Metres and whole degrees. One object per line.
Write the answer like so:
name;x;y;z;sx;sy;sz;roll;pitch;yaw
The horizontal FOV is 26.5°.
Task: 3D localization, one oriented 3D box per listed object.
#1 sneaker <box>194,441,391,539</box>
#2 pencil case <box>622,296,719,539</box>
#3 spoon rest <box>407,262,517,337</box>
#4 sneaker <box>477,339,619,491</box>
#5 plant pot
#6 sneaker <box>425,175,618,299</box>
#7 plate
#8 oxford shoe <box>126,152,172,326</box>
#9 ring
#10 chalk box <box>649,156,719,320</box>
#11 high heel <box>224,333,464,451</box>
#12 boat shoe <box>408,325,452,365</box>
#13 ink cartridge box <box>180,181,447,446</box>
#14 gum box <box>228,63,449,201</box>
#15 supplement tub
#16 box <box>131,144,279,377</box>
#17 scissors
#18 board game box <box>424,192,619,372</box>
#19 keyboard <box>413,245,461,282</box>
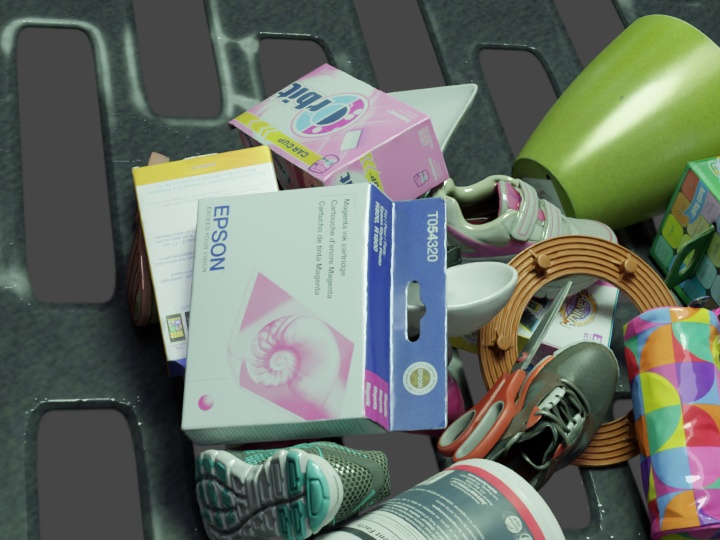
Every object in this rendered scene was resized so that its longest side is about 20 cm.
sneaker;-0.051;0.161;1.117;0.091;0.199;0.078;-8;90;-35
pencil case;0.268;0.124;1.250;0.088;0.088;0.202;3;69;-13
spoon rest;0.036;0.036;1.219;0.199;0.061;0.099;-27;21;-18
sneaker;0.152;0.130;1.222;0.077;0.082;0.200;44;66;-2
plant pot;0.250;-0.118;1.485;0.199;0.188;0.187;-34;61;-22
sneaker;0.139;-0.034;1.353;0.198;0.089;0.082;3;45;-14
plate;-0.003;-0.101;1.430;0.198;0.033;0.201;-3;37;27
oxford shoe;-0.162;-0.028;1.336;0.073;0.071;0.201;12;45;-11
ring;0.195;0.066;1.306;0.199;0.019;0.202;4;75;-17
chalk box;0.363;-0.028;1.446;0.198;0.125;0.124;-11;49;-27
high heel;-0.009;0.132;1.244;0.199;0.097;0.067;-26;21;-18
boat shoe;-0.022;0.055;1.296;0.198;0.072;0.068;-1;47;-7
ink cartridge box;-0.034;0.029;1.167;0.198;0.043;0.198;-6;63;14
gum box;-0.025;-0.111;1.364;0.113;0.067;0.200;-31;33;-16
supplement tub;0.039;0.231;1.079;0.199;0.141;0.140;-23;55;-33
box;-0.112;0.001;1.248;0.118;0.042;0.202;-10;68;-8
scissors;0.131;0.082;1.237;0.014;0.073;0.200;47;71;-15
board game box;0.134;0.016;1.396;0.198;0.041;0.154;18;44;3
keyboard;0.000;0.000;1.303;0.199;0.021;0.127;-6;15;39
